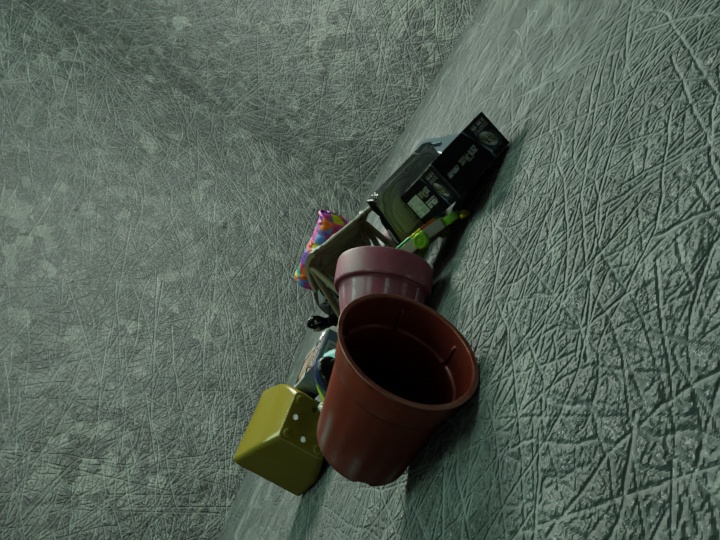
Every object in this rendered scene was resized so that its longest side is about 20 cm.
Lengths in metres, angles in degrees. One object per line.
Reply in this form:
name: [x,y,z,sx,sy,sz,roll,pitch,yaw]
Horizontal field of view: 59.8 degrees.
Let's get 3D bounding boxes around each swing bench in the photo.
swing bench: [0.000,0.000,1.407,0.198,0.201,0.130,-38,-5,-30]

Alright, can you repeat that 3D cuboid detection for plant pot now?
plant pot: [0.034,0.174,0.860,0.202,0.196,0.198,-73,4,-56]
plant pot: [-0.154,0.386,1.480,0.200,0.193,0.197,-42,20,54]
plant pot: [0.038,0.078,1.199,0.200,0.195,0.184,131,150,-62]

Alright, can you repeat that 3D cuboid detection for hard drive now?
hard drive: [0.122,-0.165,1.382,0.200,0.141,0.038,-45,22,-19]

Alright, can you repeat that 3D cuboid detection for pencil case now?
pencil case: [-0.098,-0.047,1.526,0.089,0.087,0.203,-78,13,-66]

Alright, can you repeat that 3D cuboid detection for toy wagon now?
toy wagon: [0.137,-0.068,1.276,0.199,0.040,0.154,-41,-7,27]

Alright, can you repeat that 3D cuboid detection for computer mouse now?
computer mouse: [-0.076,0.048,1.508,0.108,0.043,0.205,-12,-60,-47]

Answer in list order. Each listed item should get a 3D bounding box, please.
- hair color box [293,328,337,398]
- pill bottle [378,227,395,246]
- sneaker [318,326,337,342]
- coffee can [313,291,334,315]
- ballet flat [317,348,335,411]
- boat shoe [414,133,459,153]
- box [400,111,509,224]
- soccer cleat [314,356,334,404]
hair color box: [-0.094,0.224,1.467,0.101,0.060,0.200,-68,8,-31]
pill bottle: [0.111,-0.090,1.525,0.203,0.108,0.110,-60,7,19]
sneaker: [-0.024,0.147,1.586,0.198,0.076,0.092,-33,-6,-41]
coffee can: [-0.030,0.044,1.713,0.149,0.144,0.200,-61,-13,10]
ballet flat: [-0.057,0.268,1.336,0.067,0.069,0.207,1,-90,-65]
boat shoe: [0.223,-0.279,1.549,0.200,0.086,0.076,7,61,52]
box: [0.186,-0.200,1.274,0.164,0.086,0.200,-46,1,-19]
soccer cleat: [-0.046,0.272,1.256,0.084,0.063,0.205,124,131,-68]
